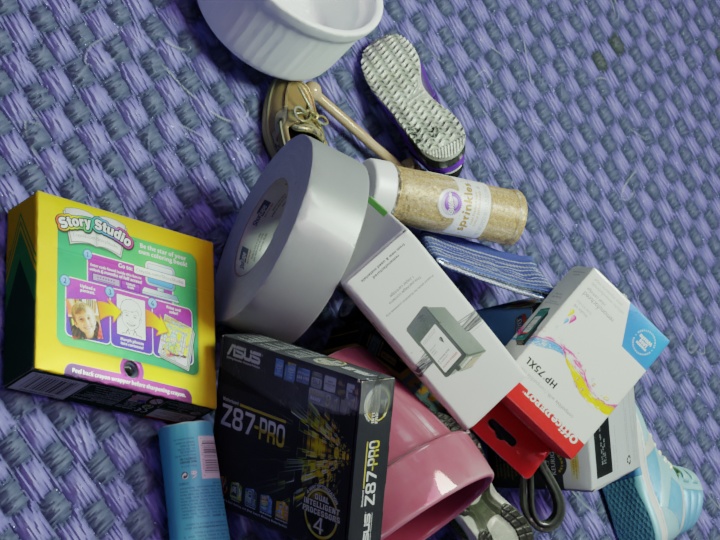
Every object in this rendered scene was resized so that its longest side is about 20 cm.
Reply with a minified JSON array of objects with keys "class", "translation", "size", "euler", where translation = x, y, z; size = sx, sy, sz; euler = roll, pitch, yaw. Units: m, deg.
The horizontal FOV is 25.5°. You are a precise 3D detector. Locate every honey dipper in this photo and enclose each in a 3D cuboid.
[{"class":"honey dipper","translation":[0.007,-0.147,1.813],"size":[0.200,0.038,0.038],"euler":[38,47,-22]}]

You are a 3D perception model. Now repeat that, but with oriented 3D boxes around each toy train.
[{"class":"toy train","translation":[0.045,0.109,1.692],"size":[0.200,0.085,0.115],"euler":[38,60,-28]}]

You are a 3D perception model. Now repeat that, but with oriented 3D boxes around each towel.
[{"class":"towel","translation":[0.140,-0.009,1.758],"size":[0.143,0.200,0.024],"euler":[18,98,-6]}]

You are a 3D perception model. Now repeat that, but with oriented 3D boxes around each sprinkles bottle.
[{"class":"sprinkles bottle","translation":[0.090,-0.076,1.800],"size":[0.198,0.068,0.069],"euler":[10,62,-26]}]

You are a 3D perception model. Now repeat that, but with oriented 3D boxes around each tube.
[{"class":"tube","translation":[-0.147,0.240,1.458],"size":[0.077,0.050,0.202],"euler":[0,74,-35]}]

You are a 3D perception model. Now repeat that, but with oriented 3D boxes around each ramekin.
[{"class":"ramekin","translation":[-0.083,-0.302,1.727],"size":[0.199,0.098,0.202],"euler":[25,42,-25]}]

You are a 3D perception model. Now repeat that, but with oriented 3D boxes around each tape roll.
[{"class":"tape roll","translation":[-0.070,-0.029,1.549],"size":[0.066,0.200,0.202],"euler":[25,53,-19]}]

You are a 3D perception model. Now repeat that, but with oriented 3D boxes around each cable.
[{"class":"cable","translation":[0.166,0.176,1.687],"size":[0.097,0.050,0.201],"euler":[-36,103,-12]}]

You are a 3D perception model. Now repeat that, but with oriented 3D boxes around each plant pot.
[{"class":"plant pot","translation":[0.000,0.182,1.539],"size":[0.199,0.200,0.180],"euler":[-16,65,-47]}]

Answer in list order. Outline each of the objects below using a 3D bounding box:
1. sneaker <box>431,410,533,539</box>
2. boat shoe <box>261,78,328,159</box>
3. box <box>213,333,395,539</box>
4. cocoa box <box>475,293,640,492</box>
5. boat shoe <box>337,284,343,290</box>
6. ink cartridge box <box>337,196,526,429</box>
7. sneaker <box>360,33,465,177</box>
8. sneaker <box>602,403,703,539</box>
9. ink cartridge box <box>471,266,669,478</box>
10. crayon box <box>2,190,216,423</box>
[{"class":"sneaker","translation":[0.099,0.233,1.677],"size":[0.077,0.088,0.201],"euler":[-38,109,-23]},{"class":"boat shoe","translation":[-0.058,-0.124,1.714],"size":[0.073,0.062,0.202],"euler":[10,63,-41]},{"class":"box","translation":[-0.056,0.154,1.437],"size":[0.049,0.199,0.163],"euler":[1,100,-43]},{"class":"cocoa box","translation":[0.217,0.132,1.759],"size":[0.133,0.130,0.202],"euler":[-9,95,-56]},{"class":"boat shoe","translation":[0.000,0.000,1.691],"size":[0.199,0.062,0.073],"euler":[9,54,-51]},{"class":"ink cartridge box","translation":[0.056,0.040,1.559],"size":[0.200,0.084,0.146],"euler":[50,-1,-21]},{"class":"sneaker","translation":[0.063,-0.182,1.866],"size":[0.201,0.069,0.100],"euler":[62,-2,29]},{"class":"sneaker","translation":[0.348,0.234,1.928],"size":[0.130,0.079,0.202],"euler":[-9,86,-45]},{"class":"ink cartridge box","translation":[0.205,0.108,1.629],"size":[0.116,0.067,0.200],"euler":[42,83,-11]},{"class":"crayon box","translation":[-0.228,0.037,1.469],"size":[0.199,0.058,0.174],"euler":[18,57,-39]}]
